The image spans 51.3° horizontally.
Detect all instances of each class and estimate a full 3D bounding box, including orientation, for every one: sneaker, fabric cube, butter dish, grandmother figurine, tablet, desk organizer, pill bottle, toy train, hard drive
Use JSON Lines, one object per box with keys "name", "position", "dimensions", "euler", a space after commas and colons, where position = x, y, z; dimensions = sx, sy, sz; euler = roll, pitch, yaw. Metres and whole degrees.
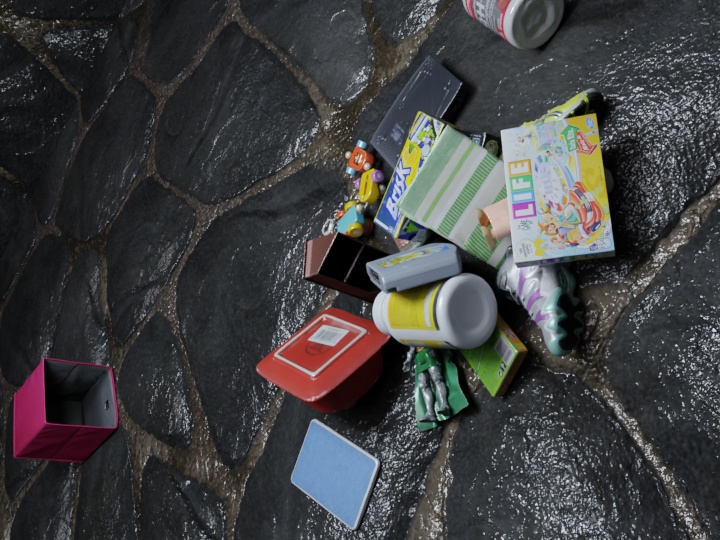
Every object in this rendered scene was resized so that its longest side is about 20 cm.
{"name": "sneaker", "position": [0.284, -0.213, 1.158], "dimensions": [0.200, 0.075, 0.076], "euler": [-41, 50, 28]}
{"name": "fabric cube", "position": [-0.794, 0.379, 2.013], "dimensions": [0.199, 0.200, 0.196], "euler": [-44, 49, 31]}
{"name": "sneaker", "position": [0.249, 0.044, 1.108], "dimensions": [0.140, 0.078, 0.200], "euler": [-24, 50, 42]}
{"name": "butter dish", "position": [-0.047, 0.183, 1.328], "dimensions": [0.199, 0.148, 0.200], "euler": [-39, 32, -26]}
{"name": "grandmother figurine", "position": [0.271, -0.103, 1.102], "dimensions": [0.200, 0.061, 0.121], "euler": [-21, 65, 13]}
{"name": "tablet", "position": [-0.048, 0.363, 1.352], "dimensions": [0.200, 0.014, 0.130], "euler": [20, 91, 48]}
{"name": "desk organizer", "position": [0.000, 0.000, 1.292], "dimensions": [0.077, 0.200, 0.072], "euler": [-14, 65, 41]}
{"name": "pill bottle", "position": [0.242, -0.463, 1.267], "dimensions": [0.111, 0.111, 0.200], "euler": [-54, 44, 19]}
{"name": "toy train", "position": [-0.001, -0.147, 1.462], "dimensions": [0.150, 0.056, 0.200], "euler": [33, 104, 59]}
{"name": "hard drive", "position": [0.110, -0.285, 1.395], "dimensions": [0.200, 0.042, 0.135], "euler": [-54, 44, 19]}
{"name": "pill bottle", "position": [0.106, 0.063, 1.156], "dimensions": [0.200, 0.112, 0.112], "euler": [-5, 72, 57]}

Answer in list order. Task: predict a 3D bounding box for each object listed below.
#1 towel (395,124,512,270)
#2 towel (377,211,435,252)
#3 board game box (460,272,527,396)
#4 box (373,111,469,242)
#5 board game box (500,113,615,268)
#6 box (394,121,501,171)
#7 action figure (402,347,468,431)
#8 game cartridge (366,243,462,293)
{"name": "towel", "position": [0.176, -0.108, 1.161], "dimensions": [0.153, 0.200, 0.023], "euler": [-57, 9, 16]}
{"name": "towel", "position": [0.118, -0.132, 1.342], "dimensions": [0.200, 0.022, 0.147], "euler": [-48, 44, 23]}
{"name": "board game box", "position": [0.181, 0.092, 1.172], "dimensions": [0.200, 0.030, 0.096], "euler": [54, 137, 40]}
{"name": "box", "position": [0.098, -0.150, 1.227], "dimensions": [0.070, 0.064, 0.200], "euler": [40, 114, 46]}
{"name": "board game box", "position": [0.275, -0.111, 1.051], "dimensions": [0.134, 0.034, 0.200], "euler": [-8, 74, 18]}
{"name": "box", "position": [0.136, -0.161, 1.268], "dimensions": [0.200, 0.044, 0.161], "euler": [23, 101, 51]}
{"name": "action figure", "position": [0.111, 0.148, 1.232], "dimensions": [0.118, 0.055, 0.200], "euler": [-36, 48, 37]}
{"name": "game cartridge", "position": [0.084, -0.007, 1.159], "dimensions": [0.200, 0.133, 0.041], "euler": [-141, 38, -81]}
